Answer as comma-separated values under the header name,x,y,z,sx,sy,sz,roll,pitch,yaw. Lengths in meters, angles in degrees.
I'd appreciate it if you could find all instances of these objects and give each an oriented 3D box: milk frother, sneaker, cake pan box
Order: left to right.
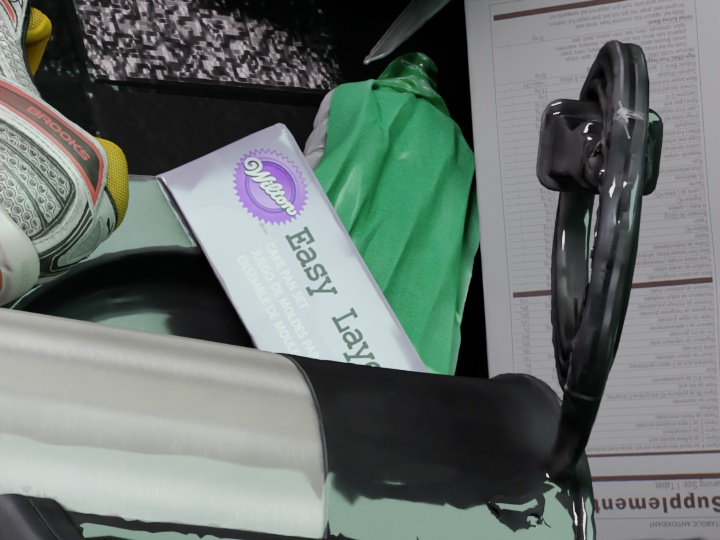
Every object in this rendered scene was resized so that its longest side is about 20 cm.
name,x,y,z,sx,sy,sz,roll,pitch,yaw
sneaker,-0.140,-0.064,0.861,0.082,0.078,0.200,-21,60,-31
cake pan box,-0.057,0.070,0.877,0.184,0.052,0.200,-24,81,-34
milk frother,-0.027,0.030,0.759,0.188,0.180,0.200,10,83,-23

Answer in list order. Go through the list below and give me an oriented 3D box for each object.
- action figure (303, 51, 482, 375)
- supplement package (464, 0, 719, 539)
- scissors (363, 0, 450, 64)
name,x,y,z,sx,sy,sz,roll,pitch,yaw
action figure,0.000,0.000,1.007,0.118,0.055,0.200,34,49,-21
supplement package,0.116,-0.006,1.029,0.109,0.114,0.200,-2,88,-51
scissors,0.050,-0.132,1.101,0.200,0.014,0.073,-31,61,-34
